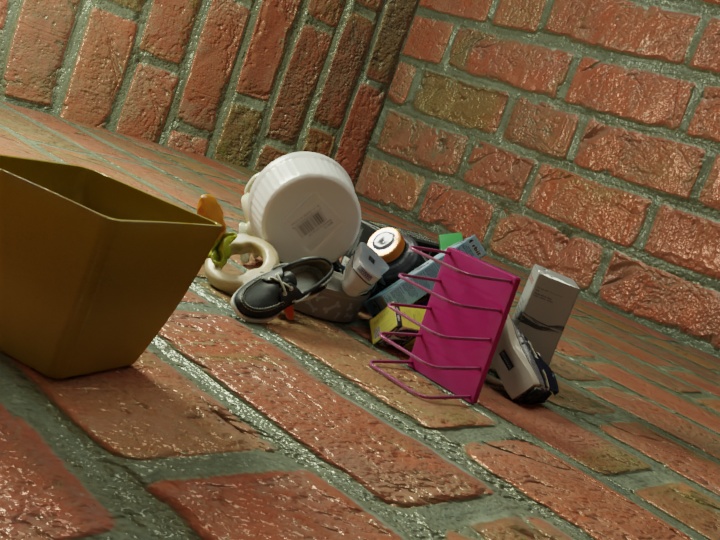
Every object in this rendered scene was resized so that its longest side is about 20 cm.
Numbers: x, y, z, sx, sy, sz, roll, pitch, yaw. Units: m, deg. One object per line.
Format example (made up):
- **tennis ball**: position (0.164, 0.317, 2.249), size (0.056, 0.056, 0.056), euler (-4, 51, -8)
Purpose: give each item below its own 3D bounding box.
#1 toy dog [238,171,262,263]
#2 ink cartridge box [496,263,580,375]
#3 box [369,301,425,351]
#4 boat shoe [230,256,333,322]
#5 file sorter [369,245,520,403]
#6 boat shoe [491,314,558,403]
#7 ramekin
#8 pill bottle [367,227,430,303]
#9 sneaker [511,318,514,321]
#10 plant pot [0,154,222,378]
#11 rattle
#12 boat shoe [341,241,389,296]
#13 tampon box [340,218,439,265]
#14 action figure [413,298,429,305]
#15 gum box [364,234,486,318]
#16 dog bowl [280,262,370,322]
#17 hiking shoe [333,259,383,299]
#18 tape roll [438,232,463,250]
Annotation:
- **toy dog**: position (-0.132, -0.099, 1.764), size (0.199, 0.195, 0.140), euler (-2, -2, 5)
- **ink cartridge box**: position (0.318, 0.100, 1.596), size (0.084, 0.201, 0.146), euler (22, 9, 6)
- **box**: position (0.118, 0.107, 1.496), size (0.199, 0.075, 0.050), euler (15, 51, -33)
- **boat shoe**: position (-0.118, 0.022, 1.370), size (0.076, 0.060, 0.200), euler (50, 37, 8)
- **file sorter**: position (0.116, 0.076, 1.300), size (0.125, 0.201, 0.139), euler (7, 15, -46)
- **boat shoe**: position (0.260, 0.139, 1.485), size (0.093, 0.075, 0.201), euler (18, 42, -46)
- **ramekin**: position (-0.094, -0.100, 1.556), size (0.200, 0.201, 0.098), euler (16, 17, -22)
- **pill bottle**: position (0.083, 0.001, 1.733), size (0.106, 0.106, 0.200), euler (28, -18, 42)
- **sneaker**: position (0.205, 0.121, 1.620), size (0.078, 0.090, 0.200), euler (29, -14, -6)
- **plant pot**: position (-0.295, -0.001, 0.910), size (0.199, 0.177, 0.200), euler (22, 9, 19)
- **rattle**: position (-0.172, -0.026, 1.431), size (0.130, 0.143, 0.200), euler (-14, 38, -38)
- **boat shoe**: position (0.000, 0.000, 1.553), size (0.074, 0.065, 0.200), euler (45, 12, 2)
- **tampon box**: position (0.074, -0.012, 1.904), size (0.199, 0.151, 0.126), euler (11, 13, -46)
- **action figure**: position (0.154, 0.054, 1.624), size (0.065, 0.199, 0.099), euler (58, -5, -3)
- **gum box**: position (0.112, 0.015, 1.582), size (0.045, 0.199, 0.170), euler (58, -12, 0)
- **dog bowl**: position (-0.083, 0.033, 1.575), size (0.199, 0.059, 0.200), euler (20, 8, -3)
- **hiking shoe**: position (-0.032, 0.029, 1.753), size (0.200, 0.075, 0.087), euler (24, -17, 44)
- **tape roll**: position (0.191, 0.025, 1.779), size (0.048, 0.202, 0.200), euler (-6, 7, 5)
